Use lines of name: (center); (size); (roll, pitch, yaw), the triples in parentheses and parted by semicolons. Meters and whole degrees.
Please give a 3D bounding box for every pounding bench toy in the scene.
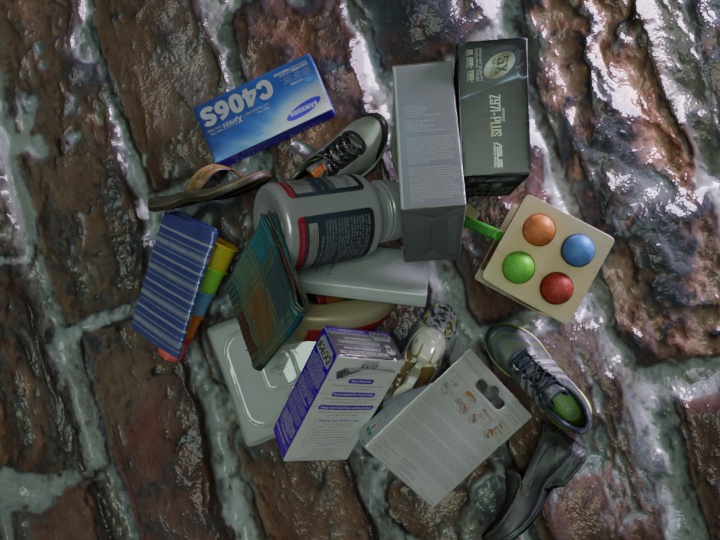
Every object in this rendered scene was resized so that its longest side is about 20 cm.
pounding bench toy: (0.211, -0.032, 0.813); (0.199, 0.156, 0.125); (29, 93, 7)

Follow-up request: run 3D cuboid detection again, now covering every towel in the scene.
towel: (-0.132, 0.036, 0.795); (0.022, 0.200, 0.148); (-10, 66, -33)
towel: (-0.284, 0.016, 0.907); (0.144, 0.024, 0.202); (20, 94, 40)

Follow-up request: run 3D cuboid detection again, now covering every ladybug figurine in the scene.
ladybug figurine: (-0.037, 0.053, 0.858); (0.198, 0.136, 0.072); (-6, 119, -16)

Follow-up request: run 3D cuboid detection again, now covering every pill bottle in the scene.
pill bottle: (-0.037, -0.071, 0.826); (0.199, 0.119, 0.121); (-12, 88, -30)

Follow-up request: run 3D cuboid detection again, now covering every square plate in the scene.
square plate: (-0.121, 0.151, 0.916); (0.199, 0.028, 0.200); (-20, 87, 6)

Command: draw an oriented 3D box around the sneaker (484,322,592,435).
sneaker: (0.259, 0.152, 0.843); (0.200, 0.081, 0.074); (43, 94, 6)

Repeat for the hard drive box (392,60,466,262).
hard drive box: (0.085, -0.133, 0.758); (0.076, 0.156, 0.202); (-3, 67, 4)

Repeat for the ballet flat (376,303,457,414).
ballet flat: (0.085, 0.142, 0.871); (0.072, 0.072, 0.201); (29, 93, 6)

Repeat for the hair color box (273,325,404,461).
hair color box: (-0.034, 0.176, 0.829); (0.109, 0.065, 0.201); (10, 122, -32)

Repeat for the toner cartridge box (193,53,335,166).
toner cartridge box: (-0.148, -0.245, 0.916); (0.199, 0.043, 0.096); (-24, 88, 6)

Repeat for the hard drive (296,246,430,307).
hard drive: (0.000, 0.000, 0.854); (0.198, 0.132, 0.027); (6, 118, 7)

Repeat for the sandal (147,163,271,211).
sandal: (-0.236, -0.133, 0.910); (0.198, 0.082, 0.055); (-10, 97, 14)

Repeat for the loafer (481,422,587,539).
loafer: (0.236, 0.311, 0.855); (0.072, 0.073, 0.200); (41, 85, 14)

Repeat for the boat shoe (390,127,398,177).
boat shoe: (0.089, -0.138, 0.878); (0.074, 0.062, 0.202); (-12, 73, 2)

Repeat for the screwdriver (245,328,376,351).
screwdriver: (-0.071, 0.105, 0.885); (0.198, 0.028, 0.029); (-13, 114, -9)

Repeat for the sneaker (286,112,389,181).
sneaker: (-0.036, -0.158, 0.884); (0.200, 0.079, 0.074); (-43, 83, 3)

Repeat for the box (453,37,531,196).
box: (0.170, -0.193, 0.797); (0.085, 0.200, 0.165); (-1, 89, 7)

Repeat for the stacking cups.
stacking cups: (-0.252, 0.047, 0.921); (0.060, 0.060, 0.201); (24, 95, 7)

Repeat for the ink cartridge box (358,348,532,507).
ink cartridge box: (0.121, 0.220, 0.847); (0.200, 0.050, 0.161); (-44, 111, 0)
